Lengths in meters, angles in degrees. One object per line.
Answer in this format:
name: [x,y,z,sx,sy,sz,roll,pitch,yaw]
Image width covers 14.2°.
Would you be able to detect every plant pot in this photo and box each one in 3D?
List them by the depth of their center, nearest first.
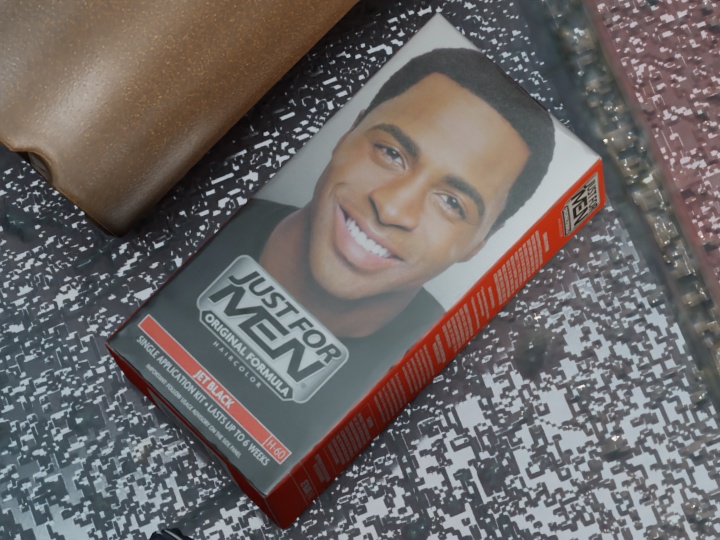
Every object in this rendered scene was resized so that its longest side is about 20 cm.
plant pot: [-0.096,-0.136,1.212,0.200,0.200,0.198,41,88,16]

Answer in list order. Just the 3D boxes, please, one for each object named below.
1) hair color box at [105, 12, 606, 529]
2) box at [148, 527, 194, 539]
hair color box: [0.000,0.000,1.217,0.101,0.061,0.200,42,81,17]
box: [-0.066,0.227,1.081,0.123,0.199,0.201,31,78,12]
